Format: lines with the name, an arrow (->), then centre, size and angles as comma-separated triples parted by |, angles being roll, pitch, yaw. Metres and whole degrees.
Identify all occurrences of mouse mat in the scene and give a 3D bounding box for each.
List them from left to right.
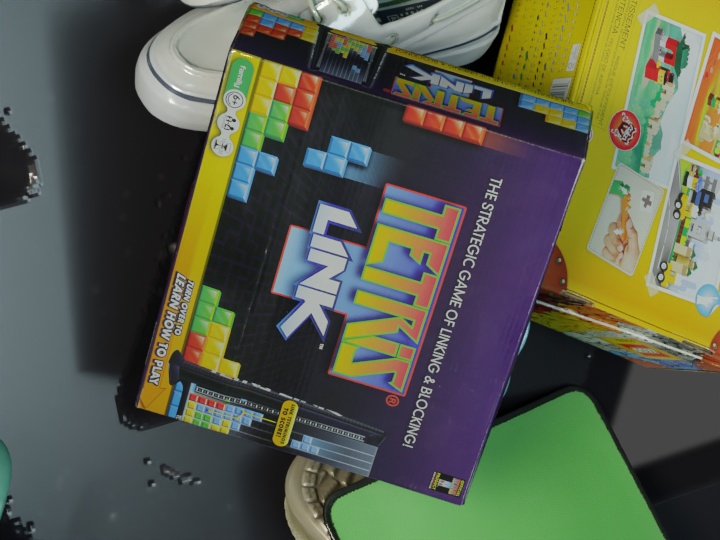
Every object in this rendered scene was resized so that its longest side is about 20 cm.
mouse mat -> 0.084, 0.155, 1.293 | 0.200, 0.008, 0.161 | -21, 80, -39

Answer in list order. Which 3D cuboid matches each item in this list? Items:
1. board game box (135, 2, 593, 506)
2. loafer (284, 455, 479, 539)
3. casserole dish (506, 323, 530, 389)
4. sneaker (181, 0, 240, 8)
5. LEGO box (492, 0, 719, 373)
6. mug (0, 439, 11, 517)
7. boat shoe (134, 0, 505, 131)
board game box -> -0.001, -0.004, 1.181 | 0.165, 0.057, 0.200 | 17, 121, 1
loafer -> 0.033, 0.166, 1.302 | 0.200, 0.068, 0.076 | 41, 50, -10
casserole dish -> 0.000, 0.000, 1.277 | 0.121, 0.039, 0.200 | -44, 114, -13
sneaker -> -0.042, -0.231, 1.190 | 0.202, 0.077, 0.146 | -48, 126, -22
LEGO box -> 0.141, -0.066, 1.288 | 0.149, 0.077, 0.200 | 22, 79, -32
mug -> -0.228, 0.165, 1.152 | 0.152, 0.114, 0.185 | -2, 99, -25
boat shoe -> -0.016, -0.125, 1.223 | 0.200, 0.074, 0.067 | -20, 150, -32
